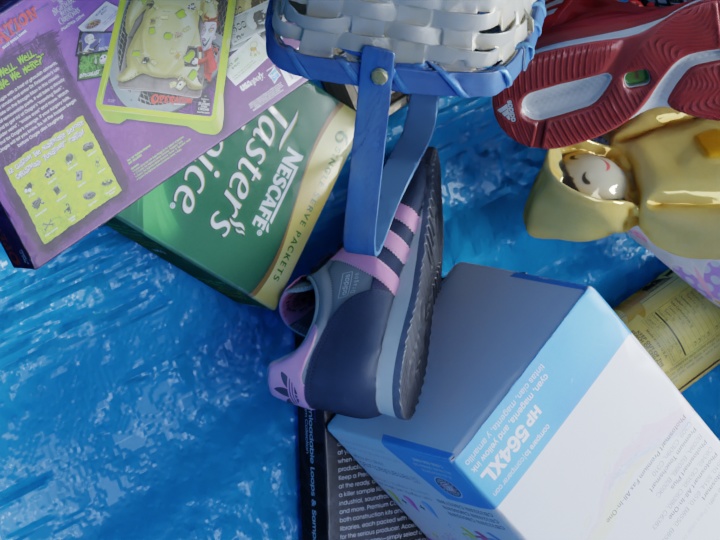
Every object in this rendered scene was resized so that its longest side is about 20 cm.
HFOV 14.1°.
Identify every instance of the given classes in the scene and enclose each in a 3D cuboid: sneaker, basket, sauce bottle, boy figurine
[{"bbox_3d":[0.000,0.000,1.553,0.200,0.082,0.070,-76,163,-52],"label":"sneaker"},{"bbox_3d":[0.165,-0.132,1.561,0.199,0.116,0.079,-7,121,1],"label":"sneaker"},{"bbox_3d":[0.024,-0.128,1.479,0.138,0.176,0.201,5,117,9],"label":"basket"},{"bbox_3d":[0.205,0.021,1.714,0.200,0.065,0.065,-33,112,-26],"label":"sauce bottle"},{"bbox_3d":[0.183,-0.060,1.574,0.199,0.065,0.125,-9,57,-7],"label":"boy figurine"}]

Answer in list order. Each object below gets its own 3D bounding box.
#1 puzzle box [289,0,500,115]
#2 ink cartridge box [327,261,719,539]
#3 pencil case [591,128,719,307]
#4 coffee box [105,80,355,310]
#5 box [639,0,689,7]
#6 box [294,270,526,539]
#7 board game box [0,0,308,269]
[{"bbox_3d":[0.009,-0.194,1.587,0.133,0.025,0.201,-34,112,-25],"label":"puzzle box"},{"bbox_3d":[0.108,0.112,1.584,0.125,0.128,0.200,-50,118,-18],"label":"ink cartridge box"},{"bbox_3d":[0.208,-0.022,1.649,0.200,0.083,0.091,37,36,4],"label":"pencil case"},{"bbox_3d":[-0.101,-0.076,1.520,0.200,0.044,0.123,33,77,-31],"label":"coffee box"},{"bbox_3d":[0.198,-0.210,1.601,0.049,0.200,0.160,-37,113,-21],"label":"box"},{"bbox_3d":[0.032,0.105,1.632,0.142,0.036,0.201,-6,100,-32],"label":"box"},{"bbox_3d":[-0.120,-0.103,1.462,0.200,0.032,0.120,-36,115,-28],"label":"board game box"}]
